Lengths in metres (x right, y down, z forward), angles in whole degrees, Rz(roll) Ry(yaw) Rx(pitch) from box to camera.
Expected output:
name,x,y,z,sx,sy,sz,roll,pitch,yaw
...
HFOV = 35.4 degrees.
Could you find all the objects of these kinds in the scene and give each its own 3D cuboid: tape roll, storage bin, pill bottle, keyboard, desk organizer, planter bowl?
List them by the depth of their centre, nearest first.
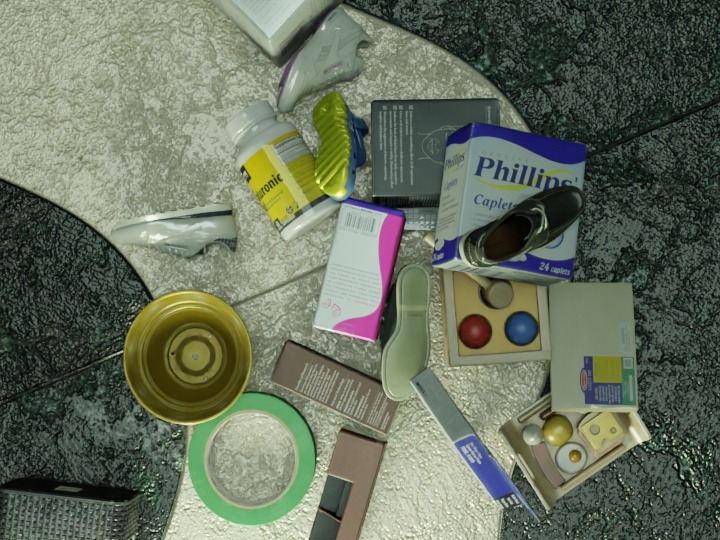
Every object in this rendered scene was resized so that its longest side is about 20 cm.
name,x,y,z,sx,sy,sz,roll,pitch,yaw
storage bin,-0.442,0.375,1.704,0.197,0.135,0.095,7,87,1
desk organizer,-0.023,0.350,1.734,0.076,0.072,0.203,17,87,4
planter bowl,-0.260,0.133,1.743,0.197,0.083,0.204,0,86,1
pill bottle,-0.124,-0.157,1.745,0.111,0.111,0.201,-33,86,-1
tape roll,-0.167,0.290,1.750,0.197,0.048,0.204,0,86,1
keyboard,0.154,-0.091,1.788,0.197,0.011,0.057,1,87,1

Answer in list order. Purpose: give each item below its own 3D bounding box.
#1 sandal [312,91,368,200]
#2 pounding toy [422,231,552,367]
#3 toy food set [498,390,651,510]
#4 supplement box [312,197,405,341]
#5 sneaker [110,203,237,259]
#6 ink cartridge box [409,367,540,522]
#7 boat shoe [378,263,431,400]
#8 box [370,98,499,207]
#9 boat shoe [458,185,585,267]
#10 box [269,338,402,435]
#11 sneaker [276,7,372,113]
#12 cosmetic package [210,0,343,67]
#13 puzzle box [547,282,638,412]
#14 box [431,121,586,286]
name,x,y,z,sx,sy,sz,roll,pitch,yaw
sandal,-0.022,-0.185,1.729,0.079,0.087,0.202,-31,42,33
pounding toy,0.189,0.042,1.713,0.181,0.142,0.203,-4,86,0
toy food set,0.330,0.252,1.740,0.199,0.060,0.144,-33,87,-1
supplement box,0.000,0.000,1.734,0.100,0.103,0.203,14,88,4
sneaker,-0.292,-0.055,1.764,0.197,0.076,0.082,-7,96,2
ink cartridge box,0.164,0.262,1.634,0.040,0.200,0.200,-36,130,-1
boat shoe,0.062,0.091,1.685,0.073,0.066,0.203,3,90,-15
box,0.114,-0.179,1.742,0.197,0.107,0.151,0,83,1
boat shoe,0.232,-0.060,1.541,0.198,0.068,0.073,-26,91,-18
box,-0.036,0.178,1.729,0.198,0.100,0.076,26,87,3
sneaker,-0.055,-0.317,1.759,0.099,0.075,0.201,36,73,-3
cosmetic package,-0.146,-0.456,1.735,0.200,0.167,0.166,44,89,2
puzzle box,0.355,0.117,1.735,0.131,0.025,0.203,1,71,5
box,0.214,-0.094,1.627,0.181,0.105,0.203,9,81,-13
